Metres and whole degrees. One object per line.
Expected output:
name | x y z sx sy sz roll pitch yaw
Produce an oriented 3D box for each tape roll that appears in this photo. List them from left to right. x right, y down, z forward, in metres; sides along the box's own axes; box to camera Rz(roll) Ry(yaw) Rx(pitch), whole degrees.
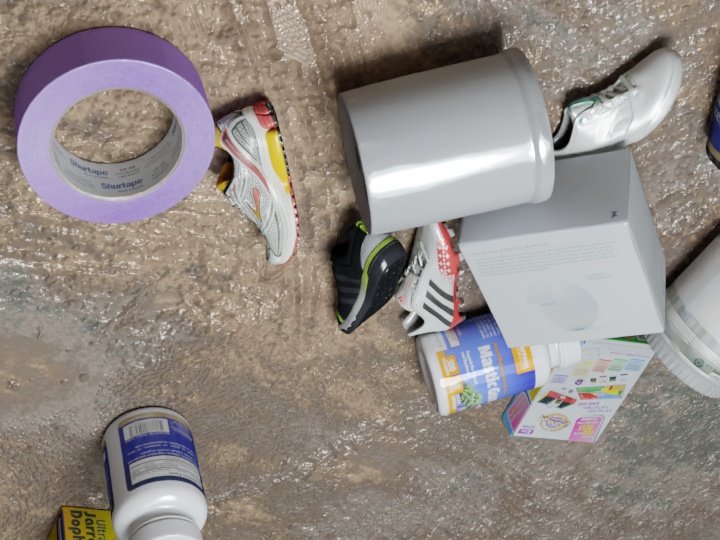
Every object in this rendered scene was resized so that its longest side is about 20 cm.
tape roll | -0.253 -0.146 1.275 0.199 0.066 0.201 -10 133 -11

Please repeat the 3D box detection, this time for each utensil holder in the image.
utensil holder | 0.088 -0.137 1.336 0.199 0.170 0.171 -12 133 -5

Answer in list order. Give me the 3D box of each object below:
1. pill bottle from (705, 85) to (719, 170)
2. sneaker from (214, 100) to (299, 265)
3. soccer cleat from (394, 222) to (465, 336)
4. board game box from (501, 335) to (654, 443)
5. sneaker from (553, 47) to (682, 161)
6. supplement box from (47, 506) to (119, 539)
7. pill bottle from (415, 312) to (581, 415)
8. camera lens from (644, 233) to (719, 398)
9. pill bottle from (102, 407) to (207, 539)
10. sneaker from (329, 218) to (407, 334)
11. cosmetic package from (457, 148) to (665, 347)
pill bottle | 0.475 -0.211 1.440 0.111 0.112 0.201 -9 132 -11
sneaker | -0.116 -0.092 1.372 0.082 0.078 0.201 -13 124 -2
soccer cleat | 0.081 0.007 1.526 0.085 0.069 0.201 -19 138 -8
board game box | 0.310 0.158 1.755 0.152 0.040 0.201 8 127 -25
sneaker | 0.282 -0.183 1.428 0.088 0.075 0.200 25 120 -29
supplement box | -0.386 0.436 1.709 0.109 0.109 0.201 11 125 -27
pill bottle | 0.181 0.110 1.619 0.199 0.112 0.112 -16 133 -5
camera lens | 0.494 0.050 1.642 0.159 0.160 0.200 21 120 -33
pill bottle | -0.256 0.282 1.556 0.119 0.201 0.120 -10 133 -10
sneaker | 0.000 0.000 1.500 0.072 0.083 0.200 -37 164 -32
cosmetic package | 0.244 -0.023 1.473 0.198 0.123 0.200 -7 139 22
